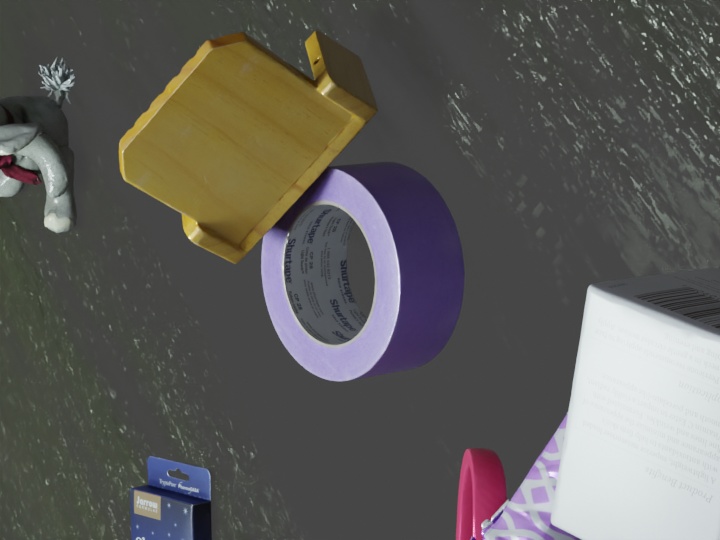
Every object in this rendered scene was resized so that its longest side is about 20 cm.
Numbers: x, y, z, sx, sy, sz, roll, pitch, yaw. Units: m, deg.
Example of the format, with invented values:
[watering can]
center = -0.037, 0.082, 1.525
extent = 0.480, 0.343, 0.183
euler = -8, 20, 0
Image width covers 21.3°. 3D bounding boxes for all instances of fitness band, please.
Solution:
[fitness band]
center = 0.108, 0.257, 1.692
extent = 0.144, 0.037, 0.201
euler = -106, 17, -82

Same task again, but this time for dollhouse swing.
[dollhouse swing]
center = -0.118, -0.144, 1.760
extent = 0.200, 0.176, 0.182
euler = -47, 25, 16

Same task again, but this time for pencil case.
[pencil case]
center = 0.174, 0.166, 1.573
extent = 0.085, 0.084, 0.200
euler = 33, 87, 10

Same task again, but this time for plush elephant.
[plush elephant]
center = -0.414, -0.145, 2.191
extent = 0.165, 0.154, 0.201
euler = 37, 122, 39

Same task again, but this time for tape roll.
[tape roll]
center = 0.000, 0.000, 1.802
extent = 0.200, 0.085, 0.201
euler = 10, 104, 47

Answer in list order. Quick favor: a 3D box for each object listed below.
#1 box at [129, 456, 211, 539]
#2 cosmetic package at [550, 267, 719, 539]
[box]
center = -0.209, 0.313, 2.122
extent = 0.121, 0.032, 0.201
euler = 5, 98, 48
[cosmetic package]
center = 0.269, 0.120, 1.456
extent = 0.165, 0.164, 0.201
euler = 24, 112, 45
